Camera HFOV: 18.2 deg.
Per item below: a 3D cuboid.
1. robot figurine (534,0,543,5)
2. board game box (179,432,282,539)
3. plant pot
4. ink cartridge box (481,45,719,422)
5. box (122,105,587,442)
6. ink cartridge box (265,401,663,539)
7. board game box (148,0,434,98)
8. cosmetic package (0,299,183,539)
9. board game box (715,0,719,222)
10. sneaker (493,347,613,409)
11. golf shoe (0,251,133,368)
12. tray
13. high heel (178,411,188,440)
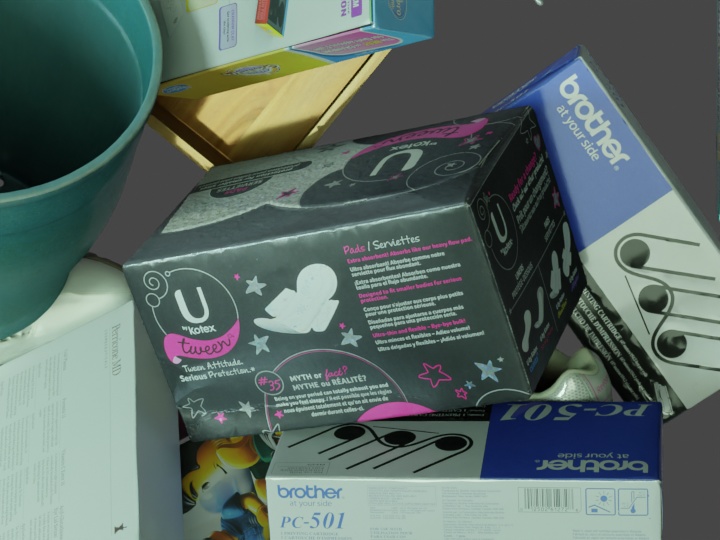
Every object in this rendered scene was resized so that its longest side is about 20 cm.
[{"bbox_3d":[0.058,-0.234,1.163,0.169,0.113,0.200,-2,84,16],"label":"robot figurine"},{"bbox_3d":[-0.045,0.179,1.234,0.126,0.035,0.200,-29,74,-3],"label":"board game box"},{"bbox_3d":[-0.215,-0.061,1.205,0.200,0.200,0.188,19,143,1],"label":"plant pot"},{"bbox_3d":[0.142,-0.016,1.258,0.094,0.044,0.200,-34,99,14],"label":"ink cartridge box"},{"bbox_3d":[0.000,0.000,1.191,0.200,0.132,0.115,-8,114,24],"label":"box"},{"bbox_3d":[0.057,0.105,1.168,0.200,0.094,0.044,0,112,7],"label":"ink cartridge box"},{"bbox_3d":[-0.043,-0.178,1.158,0.200,0.040,0.153,-7,81,50],"label":"board game box"},{"bbox_3d":[-0.172,0.122,1.216,0.151,0.200,0.052,-28,126,15],"label":"cosmetic package"},{"bbox_3d":[0.269,-0.129,1.218,0.151,0.047,0.200,0,105,6],"label":"board game box"},{"bbox_3d":[0.058,0.062,1.258,0.200,0.081,0.088,10,119,19],"label":"sneaker"},{"bbox_3d":[-0.224,0.036,1.298,0.200,0.092,0.073,-7,101,6],"label":"golf shoe"},{"bbox_3d":[-0.032,-0.140,1.257,0.099,0.037,0.200,39,105,-4],"label":"tray"},{"bbox_3d":[-0.158,0.090,1.316,0.200,0.067,0.096,-17,113,-4],"label":"high heel"}]
